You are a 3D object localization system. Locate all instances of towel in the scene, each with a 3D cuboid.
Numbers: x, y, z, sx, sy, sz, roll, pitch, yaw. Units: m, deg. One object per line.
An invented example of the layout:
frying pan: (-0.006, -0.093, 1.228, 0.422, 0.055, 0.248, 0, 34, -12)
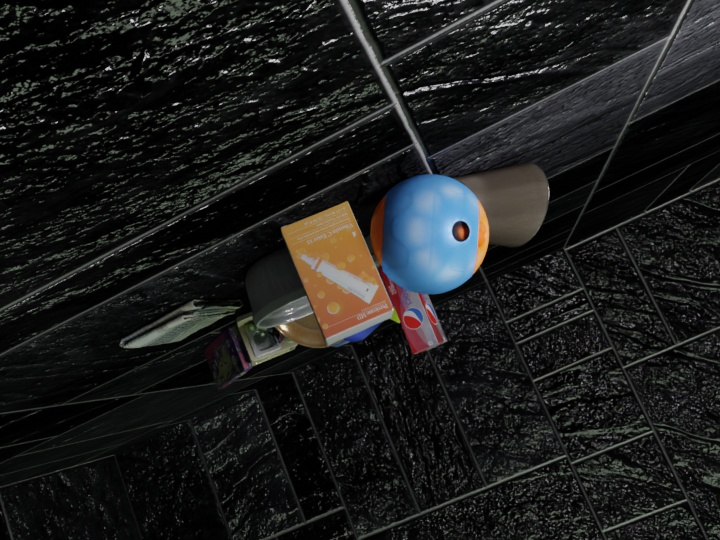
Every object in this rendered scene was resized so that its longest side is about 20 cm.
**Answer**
towel: (-0.366, 0.114, 1.377, 0.199, 0.035, 0.192, -28, 168, 18)

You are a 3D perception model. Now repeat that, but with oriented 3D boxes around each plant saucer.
plant saucer: (-0.109, 0.078, 1.426, 0.200, 0.200, 0.036, -30, -161, 31)

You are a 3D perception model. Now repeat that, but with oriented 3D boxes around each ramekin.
ramekin: (-0.126, 0.024, 1.265, 0.199, 0.106, 0.200, -23, 169, -5)

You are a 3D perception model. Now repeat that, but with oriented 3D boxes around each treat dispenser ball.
treat dispenser ball: (0.115, -0.061, 1.112, 0.200, 0.202, 0.201, -22, 169, -5)

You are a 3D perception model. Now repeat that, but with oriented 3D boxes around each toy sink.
toy sink: (-0.238, 0.168, 1.690, 0.130, 0.113, 0.200, -21, 169, -15)

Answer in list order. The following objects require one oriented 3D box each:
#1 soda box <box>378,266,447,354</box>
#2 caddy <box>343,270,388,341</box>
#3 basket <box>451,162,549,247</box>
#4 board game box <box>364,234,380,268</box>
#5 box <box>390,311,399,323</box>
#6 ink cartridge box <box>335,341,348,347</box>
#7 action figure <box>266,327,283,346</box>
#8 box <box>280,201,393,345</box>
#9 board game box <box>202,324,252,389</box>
soda box: (0.111, 0.072, 1.402, 0.063, 0.201, 0.070, -27, 168, 21)
caddy: (-0.020, 0.071, 1.488, 0.200, 0.142, 0.105, -45, 140, 20)
basket: (0.243, -0.123, 1.270, 0.199, 0.136, 0.181, -6, 128, -39)
board game box: (0.098, -0.072, 1.388, 0.147, 0.065, 0.200, -13, 166, -43)
box: (0.113, 0.029, 1.554, 0.122, 0.047, 0.201, -70, -173, -55)
ink cartridge box: (-0.069, 0.136, 1.828, 0.076, 0.137, 0.200, -20, 169, 3)
action figure: (-0.152, 0.087, 1.592, 0.200, 0.149, 0.134, -40, -173, -21)
box: (-0.040, 0.007, 1.111, 0.124, 0.201, 0.098, -23, 169, -6)
board game box: (-0.352, 0.231, 1.735, 0.032, 0.121, 0.200, -11, 163, -36)
